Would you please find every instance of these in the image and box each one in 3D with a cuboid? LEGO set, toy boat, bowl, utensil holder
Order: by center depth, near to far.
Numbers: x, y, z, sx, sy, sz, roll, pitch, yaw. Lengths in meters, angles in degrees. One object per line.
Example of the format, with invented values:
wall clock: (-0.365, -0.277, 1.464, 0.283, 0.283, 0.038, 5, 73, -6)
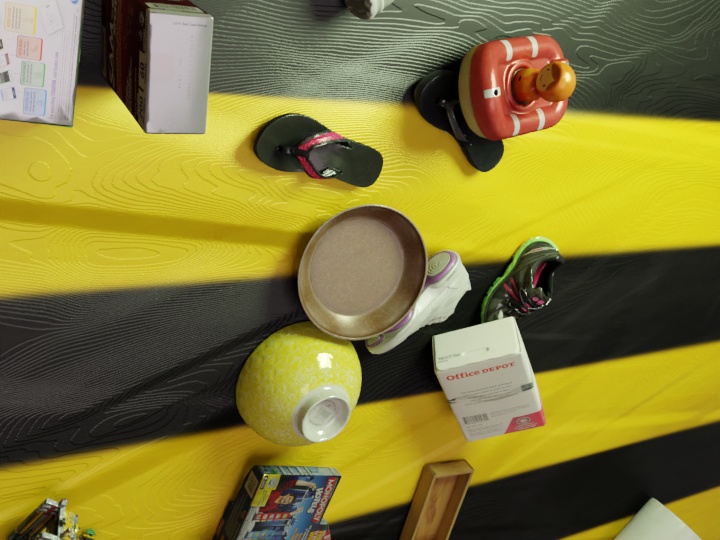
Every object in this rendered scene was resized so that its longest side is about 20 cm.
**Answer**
LEGO set: (-0.385, 0.396, 0.994, 0.116, 0.201, 0.153, -41, 119, 18)
toy boat: (0.228, -0.248, 1.023, 0.198, 0.130, 0.132, -19, 105, -33)
bowl: (-0.073, 0.188, 1.124, 0.198, 0.108, 0.202, -16, 124, -24)
utensil holder: (0.713, 0.688, 1.872, 0.200, 0.170, 0.170, -47, 131, -1)

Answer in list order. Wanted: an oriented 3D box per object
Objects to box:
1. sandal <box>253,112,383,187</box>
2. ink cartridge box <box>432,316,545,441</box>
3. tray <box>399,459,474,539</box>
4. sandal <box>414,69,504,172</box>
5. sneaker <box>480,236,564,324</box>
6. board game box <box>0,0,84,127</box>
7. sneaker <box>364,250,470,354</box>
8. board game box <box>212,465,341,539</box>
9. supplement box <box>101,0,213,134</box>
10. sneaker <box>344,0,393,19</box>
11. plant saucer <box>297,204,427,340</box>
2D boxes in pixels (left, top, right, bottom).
sandal: (-0.044, -0.149, 0.987, 0.198, 0.045, 0.076, 10, 111, -36)
ink cartridge box: (0.216, 0.185, 1.283, 0.143, 0.085, 0.201, -15, 130, 14)
tray: (0.141, 0.457, 1.461, 0.098, 0.037, 0.202, 1, 116, -33)
sandal: (0.151, -0.210, 1.077, 0.199, 0.043, 0.076, 35, 95, -40)
sneaker: (0.267, 0.041, 1.269, 0.076, 0.084, 0.202, 16, 107, -37)
board game box: (-0.375, -0.227, 0.735, 0.198, 0.040, 0.155, 1, 116, -33)
sneaker: (0.095, 0.066, 1.180, 0.200, 0.075, 0.100, -43, 130, -4)
board game box: (-0.119, 0.396, 1.244, 0.198, 0.062, 0.202, 12, 110, -37)
supplement box: (-0.204, -0.216, 0.745, 0.060, 0.200, 0.110, -5, 119, -28)
sneaker: (0.010, -0.399, 0.874, 0.082, 0.074, 0.202, -34, 137, -30)
plant saucer: (0.000, 0.000, 1.091, 0.198, 0.037, 0.203, -8, 112, -21)
